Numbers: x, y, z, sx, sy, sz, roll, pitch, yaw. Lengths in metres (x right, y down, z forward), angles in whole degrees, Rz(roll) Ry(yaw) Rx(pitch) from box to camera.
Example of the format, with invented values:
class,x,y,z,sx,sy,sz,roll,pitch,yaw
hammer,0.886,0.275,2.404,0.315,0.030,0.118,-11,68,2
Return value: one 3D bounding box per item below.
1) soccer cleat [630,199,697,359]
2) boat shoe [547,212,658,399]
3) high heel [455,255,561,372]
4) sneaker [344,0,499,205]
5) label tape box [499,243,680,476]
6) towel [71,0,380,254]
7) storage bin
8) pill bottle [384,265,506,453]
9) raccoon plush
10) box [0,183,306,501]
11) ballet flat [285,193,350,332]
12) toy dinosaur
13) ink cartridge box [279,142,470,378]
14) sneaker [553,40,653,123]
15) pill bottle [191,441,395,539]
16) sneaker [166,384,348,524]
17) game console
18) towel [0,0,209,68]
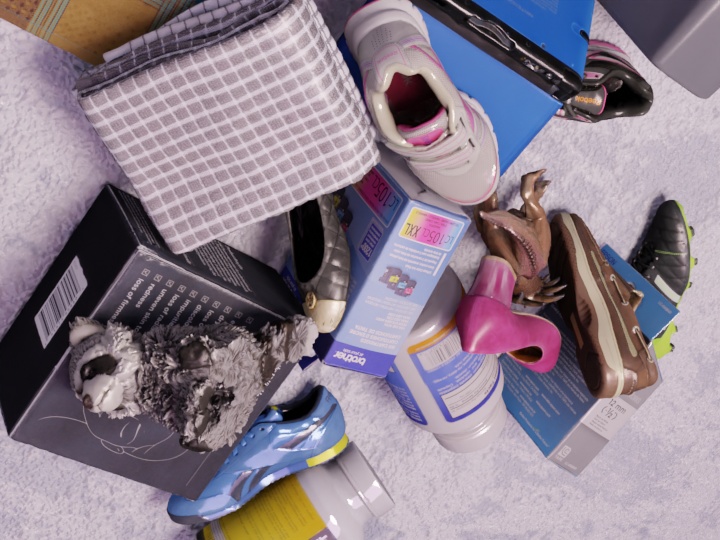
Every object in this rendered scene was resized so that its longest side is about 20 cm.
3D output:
class,x,y,z,sx,sy,sz,roll,pitch,yaw
soccer cleat,0.311,0.017,1.337,0.080,0.068,0.202,-4,123,-10
boat shoe,0.242,0.032,1.225,0.074,0.204,0.075,-5,152,-11
high heel,0.140,0.075,1.170,0.200,0.067,0.097,59,45,-55
sneaker,0.052,-0.117,0.991,0.081,0.089,0.200,-27,127,18
label tape box,0.240,0.092,1.294,0.200,0.143,0.066,-48,129,8
towel,-0.102,-0.115,0.946,0.198,0.086,0.166,-22,130,11
storage bin,0.294,-0.250,1.079,0.145,0.201,0.134,23,119,-36
pill bottle,0.078,0.091,1.230,0.112,0.112,0.201,-33,130,-4
raccoon plush,-0.141,0.075,0.990,0.200,0.133,0.098,-11,114,-61
box,-0.181,0.067,1.070,0.196,0.124,0.201,29,104,-36
ballet flat,-0.050,-0.046,1.059,0.056,0.066,0.202,-5,85,-43
toy dinosaur,0.151,-0.019,1.174,0.085,0.200,0.137,-9,86,7
ink cartridge box,0.000,0.000,1.113,0.076,0.137,0.201,15,113,-32
sneaker,0.185,-0.173,1.129,0.198,0.086,0.081,-8,122,-22
pill bottle,-0.067,0.266,1.268,0.199,0.112,0.112,-35,130,-2
sneaker,-0.109,0.178,1.225,0.199,0.066,0.079,-27,117,-10
game console,0.084,-0.203,1.051,0.199,0.172,0.118,28,150,-26
towel,-0.161,-0.206,0.930,0.199,0.022,0.147,26,122,-26
